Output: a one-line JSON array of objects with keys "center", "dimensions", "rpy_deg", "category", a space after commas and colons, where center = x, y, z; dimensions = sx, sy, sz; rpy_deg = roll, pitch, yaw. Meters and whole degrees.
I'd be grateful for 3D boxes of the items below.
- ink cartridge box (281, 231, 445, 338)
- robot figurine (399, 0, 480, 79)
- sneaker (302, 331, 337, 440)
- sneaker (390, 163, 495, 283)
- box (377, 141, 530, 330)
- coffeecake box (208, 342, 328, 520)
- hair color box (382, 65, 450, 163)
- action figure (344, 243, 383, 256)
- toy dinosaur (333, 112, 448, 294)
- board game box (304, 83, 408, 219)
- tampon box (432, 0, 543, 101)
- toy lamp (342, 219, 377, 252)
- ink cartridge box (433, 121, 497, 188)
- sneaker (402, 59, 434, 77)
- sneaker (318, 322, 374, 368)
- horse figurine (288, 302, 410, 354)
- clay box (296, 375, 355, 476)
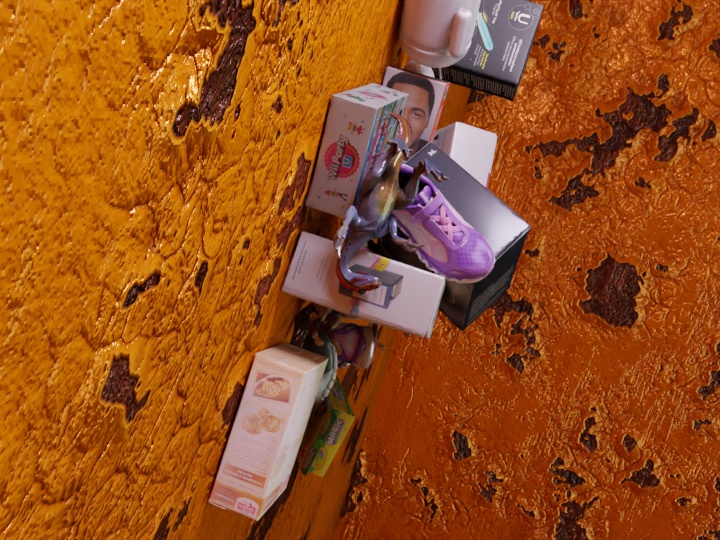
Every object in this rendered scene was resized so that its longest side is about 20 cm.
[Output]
[{"center": [0.011, 0.023, 1.062], "dimensions": [0.145, 0.199, 0.088], "rpy_deg": [30, 80, -81], "category": "ink cartridge box"}, {"center": [0.120, -0.390, 1.172], "dimensions": [0.201, 0.112, 0.170], "rpy_deg": [99, -23, -47], "category": "robot figurine"}, {"center": [-0.095, 0.195, 1.198], "dimensions": [0.115, 0.075, 0.201], "rpy_deg": [-13, 123, -78], "category": "sneaker"}, {"center": [0.093, -0.066, 1.018], "dimensions": [0.080, 0.200, 0.089], "rpy_deg": [-43, 166, -15], "category": "sneaker"}, {"center": [0.128, -0.047, 1.171], "dimensions": [0.123, 0.200, 0.199], "rpy_deg": [-40, 159, -17], "category": "box"}, {"center": [-0.119, 0.209, 1.054], "dimensions": [0.154, 0.073, 0.201], "rpy_deg": [0, 108, -82], "category": "coffeecake box"}, {"center": [0.066, -0.217, 1.261], "dimensions": [0.061, 0.101, 0.201], "rpy_deg": [-49, 155, -71], "category": "hair color box"}, {"center": [0.000, 0.000, 1.295], "dimensions": [0.200, 0.133, 0.149], "rpy_deg": [57, 12, -49], "category": "action figure"}, {"center": [0.028, -0.067, 0.973], "dimensions": [0.182, 0.105, 0.200], "rpy_deg": [-53, -165, 30], "category": "toy dinosaur"}, {"center": [-0.002, -0.165, 1.049], "dimensions": [0.200, 0.064, 0.148], "rpy_deg": [-49, 157, -67], "category": "board game box"}, {"center": [0.213, -0.423, 1.439], "dimensions": [0.126, 0.199, 0.151], "rpy_deg": [13, 97, -82], "category": "tampon box"}, {"center": [0.001, -0.046, 1.368], "dimensions": [0.200, 0.058, 0.058], "rpy_deg": [67, 43, -75], "category": "toy lamp"}, {"center": [0.143, -0.161, 1.368], "dimensions": [0.200, 0.082, 0.148], "rpy_deg": [173, -71, -69], "category": "ink cartridge box"}, {"center": [0.073, -0.248, 1.335], "dimensions": [0.116, 0.073, 0.201], "rpy_deg": [-66, 172, -52], "category": "sneaker"}, {"center": [-0.042, 0.122, 1.352], "dimensions": [0.200, 0.088, 0.081], "rpy_deg": [160, -57, -72], "category": "sneaker"}, {"center": [-0.013, 0.067, 1.164], "dimensions": [0.133, 0.199, 0.050], "rpy_deg": [-104, -169, -49], "category": "horse figurine"}, {"center": [-0.065, 0.250, 1.290], "dimensions": [0.115, 0.047, 0.200], "rpy_deg": [-62, -162, 9], "category": "clay box"}]
